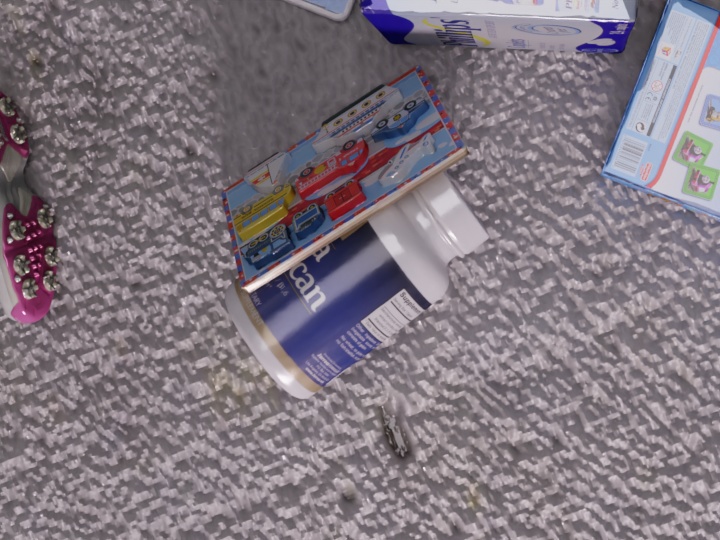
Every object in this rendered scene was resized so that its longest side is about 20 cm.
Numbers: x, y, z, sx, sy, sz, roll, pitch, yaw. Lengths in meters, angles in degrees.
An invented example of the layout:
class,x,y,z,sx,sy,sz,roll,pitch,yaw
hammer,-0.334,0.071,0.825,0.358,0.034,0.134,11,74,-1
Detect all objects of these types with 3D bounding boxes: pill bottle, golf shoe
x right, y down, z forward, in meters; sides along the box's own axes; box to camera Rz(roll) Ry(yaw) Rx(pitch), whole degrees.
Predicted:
class,x,y,z,sx,sy,sz,roll,pitch,yaw
pill bottle,0.000,0.000,1.080,0.199,0.111,0.112,-37,86,6
golf shoe,-0.314,-0.050,1.151,0.090,0.075,0.203,-16,86,23

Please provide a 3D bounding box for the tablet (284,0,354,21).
class,x,y,z,sx,sy,sz,roll,pitch,yaw
tablet,-0.035,-0.322,1.133,0.129,0.014,0.202,22,92,8

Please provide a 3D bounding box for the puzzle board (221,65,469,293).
class,x,y,z,sx,sy,sz,roll,pitch,yaw
puzzle board,-0.021,-0.078,1.074,0.198,0.151,0.017,-31,124,7

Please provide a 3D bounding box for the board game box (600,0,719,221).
class,x,y,z,sx,sy,sz,roll,pitch,yaw
board game box,0.308,-0.110,1.074,0.198,0.037,0.153,22,93,8

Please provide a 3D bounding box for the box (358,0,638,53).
class,x,y,z,sx,sy,sz,roll,pitch,yaw
box,0.108,-0.228,1.028,0.197,0.184,0.107,4,92,8
